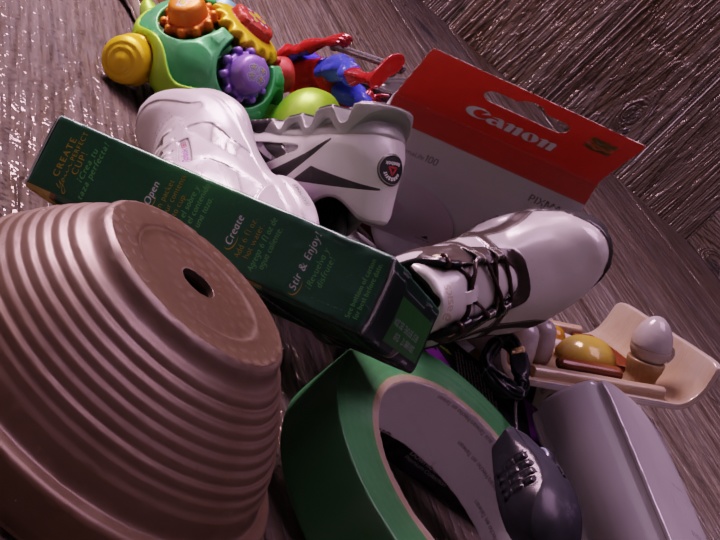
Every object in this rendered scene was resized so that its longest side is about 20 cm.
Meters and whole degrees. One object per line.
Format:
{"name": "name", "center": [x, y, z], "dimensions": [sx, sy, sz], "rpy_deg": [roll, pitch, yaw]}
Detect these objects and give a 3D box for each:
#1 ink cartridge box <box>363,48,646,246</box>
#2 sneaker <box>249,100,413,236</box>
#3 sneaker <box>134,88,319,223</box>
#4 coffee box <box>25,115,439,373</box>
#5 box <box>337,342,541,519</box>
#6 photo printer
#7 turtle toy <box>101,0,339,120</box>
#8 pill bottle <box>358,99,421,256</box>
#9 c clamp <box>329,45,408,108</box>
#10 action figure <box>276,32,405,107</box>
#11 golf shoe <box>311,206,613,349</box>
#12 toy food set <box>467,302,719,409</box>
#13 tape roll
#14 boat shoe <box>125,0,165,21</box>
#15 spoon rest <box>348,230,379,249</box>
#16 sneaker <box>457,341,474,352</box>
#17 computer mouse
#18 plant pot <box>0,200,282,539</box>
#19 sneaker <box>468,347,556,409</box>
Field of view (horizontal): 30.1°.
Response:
{"name": "ink cartridge box", "center": [0.077, -0.064, 0.933], "dimensions": [0.162, 0.057, 0.200], "rpy_deg": [22, -17, -12]}
{"name": "sneaker", "center": [-0.043, -0.056, 0.905], "dimensions": [0.074, 0.089, 0.200], "rpy_deg": [8, -6, -32]}
{"name": "sneaker", "center": [-0.107, -0.063, 0.858], "dimensions": [0.099, 0.075, 0.200], "rpy_deg": [-1, 32, -38]}
{"name": "coffee box", "center": [-0.063, -0.011, 0.702], "dimensions": [0.199, 0.044, 0.123], "rpy_deg": [23, -7, 17]}
{"name": "box", "center": [0.064, 0.103, 0.922], "dimensions": [0.200, 0.036, 0.143], "rpy_deg": [40, 24, -24]}
{"name": "photo printer", "center": [0.199, 0.190, 0.935], "dimensions": [0.166, 0.069, 0.201], "rpy_deg": [38, 29, -57]}
{"name": "turtle toy", "center": [-0.096, -0.142, 1.035], "dimensions": [0.200, 0.101, 0.146], "rpy_deg": [46, 15, 3]}
{"name": "pill bottle", "center": [0.041, -0.071, 1.135], "dimensions": [0.113, 0.113, 0.200], "rpy_deg": [31, 9, -41]}
{"name": "c clamp", "center": [-0.008, -0.110, 1.098], "dimensions": [0.170, 0.200, 0.027], "rpy_deg": [15, -37, 35]}
{"name": "action figure", "center": [-0.018, -0.152, 1.063], "dimensions": [0.200, 0.052, 0.066], "rpy_deg": [23, -32, 56]}
{"name": "golf shoe", "center": [0.067, 0.014, 0.823], "dimensions": [0.094, 0.199, 0.078], "rpy_deg": [-126, -160, -80]}
{"name": "toy food set", "center": [0.155, 0.041, 1.018], "dimensions": [0.199, 0.061, 0.143], "rpy_deg": [12, 14, -26]}
{"name": "tape roll", "center": [0.044, 0.132, 0.744], "dimensions": [0.200, 0.048, 0.201], "rpy_deg": [38, 27, -23]}
{"name": "boat shoe", "center": [-0.162, -0.243, 1.180], "dimensions": [0.200, 0.072, 0.076], "rpy_deg": [50, 16, 18]}
{"name": "spoon rest", "center": [0.000, 0.000, 1.003], "dimensions": [0.099, 0.061, 0.200], "rpy_deg": [52, 18, 24]}
{"name": "sneaker", "center": [0.082, 0.020, 1.175], "dimensions": [0.115, 0.074, 0.200], "rpy_deg": [39, 13, 21]}
{"name": "computer mouse", "center": [0.103, 0.096, 0.799], "dimensions": [0.059, 0.034, 0.200], "rpy_deg": [37, 26, -24]}
{"name": "plant pot", "center": [-0.099, 0.037, 0.588], "dimensions": [0.201, 0.093, 0.201], "rpy_deg": [42, 16, -15]}
{"name": "sneaker", "center": [0.148, 0.103, 1.124], "dimensions": [0.200, 0.076, 0.088], "rpy_deg": [-3, 55, -58]}
